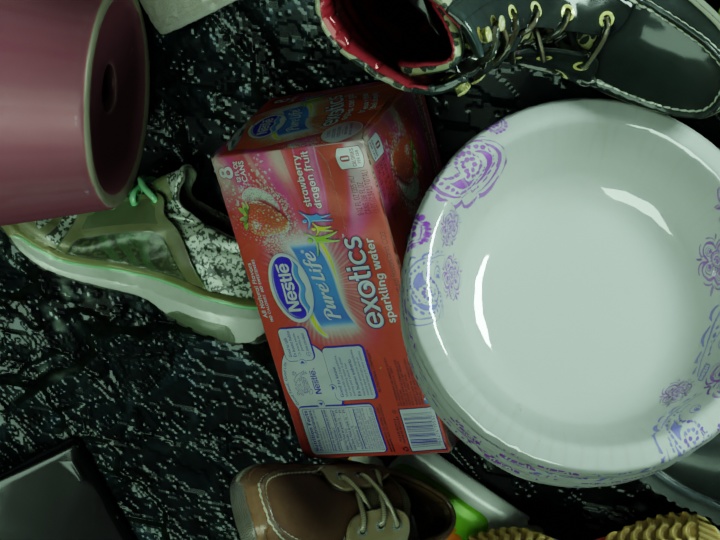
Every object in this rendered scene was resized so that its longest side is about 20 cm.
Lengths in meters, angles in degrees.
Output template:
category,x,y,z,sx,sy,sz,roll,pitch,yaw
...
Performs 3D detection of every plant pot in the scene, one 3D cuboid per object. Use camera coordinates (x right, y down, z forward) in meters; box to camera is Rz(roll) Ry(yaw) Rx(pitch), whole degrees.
category,x,y,z,sx,sy,sz,roll,pitch,yaw
plant pot,-0.222,-0.104,1.099,0.177,0.200,0.202,5,119,9

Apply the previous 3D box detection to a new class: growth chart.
category,x,y,z,sx,sy,sz,roll,pitch,yaw
growth chart,0.033,0.202,1.261,0.144,0.018,0.201,26,121,6

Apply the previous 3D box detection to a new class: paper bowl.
category,x,y,z,sx,sy,sz,roll,pitch,yaw
paper bowl,0.119,0.016,1.044,0.200,0.202,0.104,30,168,3

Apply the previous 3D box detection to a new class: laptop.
category,x,y,z,sx,sy,sz,roll,pitch,yaw
laptop,-0.247,0.224,1.386,0.199,0.116,0.188,-27,107,0

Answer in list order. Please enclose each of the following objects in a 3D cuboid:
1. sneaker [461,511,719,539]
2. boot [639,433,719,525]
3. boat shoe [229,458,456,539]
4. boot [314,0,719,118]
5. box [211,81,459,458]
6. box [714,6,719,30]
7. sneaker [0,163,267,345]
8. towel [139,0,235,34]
category,x,y,z,sx,sy,sz,roll,pitch,yaw
sneaker,0.143,0.200,1.177,0.199,0.075,0.090,-9,146,32
boot,0.252,0.063,1.073,0.164,0.066,0.200,32,127,-7
boat shoe,-0.007,0.141,1.141,0.071,0.200,0.076,-27,71,22
boot,0.084,-0.114,0.954,0.203,0.154,0.074,30,123,8
box,0.000,0.000,1.119,0.099,0.096,0.201,-6,114,25
box,0.281,-0.112,0.982,0.199,0.048,0.123,23,123,10
sneaker,-0.130,-0.032,1.179,0.199,0.077,0.089,21,109,3
towel,-0.065,-0.224,1.065,0.199,0.035,0.133,-20,107,30
